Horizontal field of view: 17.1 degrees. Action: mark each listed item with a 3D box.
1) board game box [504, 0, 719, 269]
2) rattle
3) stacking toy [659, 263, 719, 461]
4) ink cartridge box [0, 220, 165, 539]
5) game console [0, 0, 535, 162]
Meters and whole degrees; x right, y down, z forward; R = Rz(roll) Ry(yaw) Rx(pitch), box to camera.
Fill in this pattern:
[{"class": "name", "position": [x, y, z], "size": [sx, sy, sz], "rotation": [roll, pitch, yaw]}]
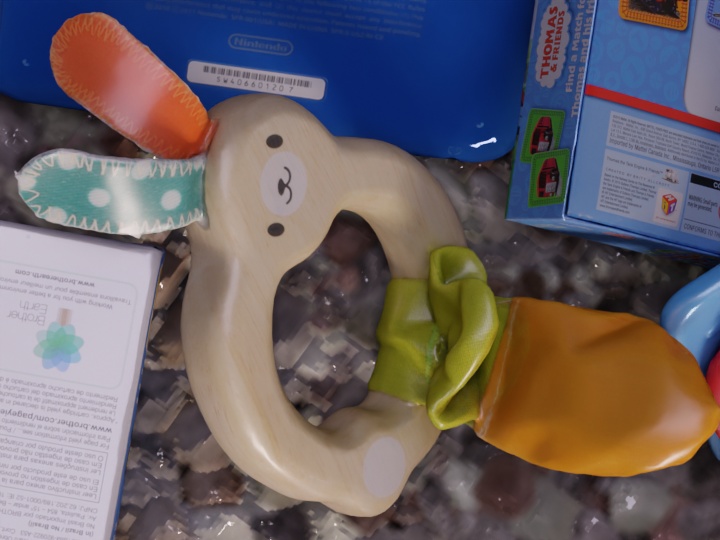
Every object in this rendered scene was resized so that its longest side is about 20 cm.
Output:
[{"class": "board game box", "position": [0.130, -0.102, 0.836], "size": [0.151, 0.037, 0.200], "rotation": [13, 84, -36]}, {"class": "rattle", "position": [0.000, 0.000, 0.763], "size": [0.130, 0.143, 0.200], "rotation": [-44, 127, -14]}, {"class": "stacking toy", "position": [0.190, 0.075, 0.776], "size": [0.110, 0.116, 0.200], "rotation": [-28, 49, 3]}, {"class": "ink cartridge box", "position": [-0.150, 0.080, 0.809], "size": [0.136, 0.076, 0.200], "rotation": [10, 83, -4]}, {"class": "game console", "position": [-0.028, -0.148, 0.867], "size": [0.199, 0.118, 0.171], "rotation": [8, 116, -5]}]
